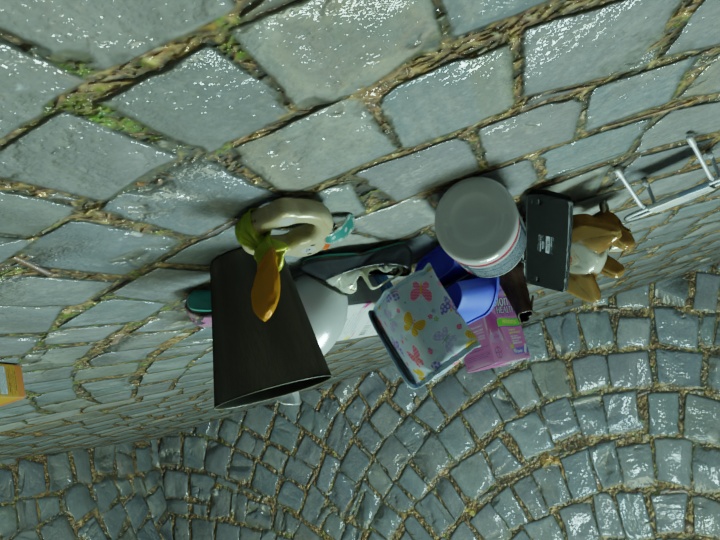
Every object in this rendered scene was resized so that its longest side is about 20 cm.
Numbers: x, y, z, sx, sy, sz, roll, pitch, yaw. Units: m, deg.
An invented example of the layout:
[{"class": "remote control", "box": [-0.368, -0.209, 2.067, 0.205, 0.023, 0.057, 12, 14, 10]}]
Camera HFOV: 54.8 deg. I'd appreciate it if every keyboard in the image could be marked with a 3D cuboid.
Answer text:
[{"class": "keyboard", "box": [0.302, -0.057, 1.150, 0.102, 0.040, 0.204, 16, 137, 26]}]

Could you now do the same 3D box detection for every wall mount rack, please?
[{"class": "wall mount rack", "box": [0.502, -0.149, 1.121, 0.197, 0.077, 0.172, -25, 167, 35]}]

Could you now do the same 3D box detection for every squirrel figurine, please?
[{"class": "squirrel figurine", "box": [0.389, -0.063, 1.239, 0.196, 0.145, 0.186, 18, -146, 31]}]

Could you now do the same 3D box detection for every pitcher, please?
[{"class": "pitcher", "box": [-0.122, 0.097, 1.187, 0.203, 0.170, 0.121, -60, 159, 7]}]

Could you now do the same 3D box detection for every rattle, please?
[{"class": "rattle", "box": [-0.065, -0.011, 0.905, 0.129, 0.145, 0.199, -38, 154, 15]}]

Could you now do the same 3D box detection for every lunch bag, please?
[{"class": "lunch bag", "box": [0.100, 0.111, 1.230, 0.125, 0.172, 0.200, -29, 171, -17]}]

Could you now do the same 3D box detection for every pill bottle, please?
[{"class": "pill bottle", "box": [0.185, -0.054, 1.029, 0.117, 0.123, 0.199, -18, 166, 16]}]

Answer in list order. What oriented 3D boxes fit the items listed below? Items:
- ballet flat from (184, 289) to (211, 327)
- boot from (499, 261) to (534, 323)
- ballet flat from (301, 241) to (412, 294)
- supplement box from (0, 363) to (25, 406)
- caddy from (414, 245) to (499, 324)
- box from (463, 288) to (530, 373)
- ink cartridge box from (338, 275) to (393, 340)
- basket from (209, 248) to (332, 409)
[{"class": "ballet flat", "box": [-0.186, 0.064, 1.126, 0.194, 0.071, 0.072, -2, 144, 8]}, {"class": "boot", "box": [0.277, 0.019, 1.314, 0.070, 0.171, 0.200, -15, 167, 6]}, {"class": "ballet flat", "box": [0.000, 0.000, 1.150, 0.195, 0.075, 0.073, -10, 166, -20]}, {"class": "supplement box", "box": [-0.667, 0.194, 1.187, 0.065, 0.071, 0.200, -17, 168, 7]}, {"class": "caddy", "box": [0.183, 0.025, 1.299, 0.102, 0.146, 0.200, -2, 163, -25]}, {"class": "box", "box": [0.334, 0.146, 1.801, 0.096, 0.206, 0.173, -26, 162, 40]}, {"class": "ink cartridge box", "box": [-0.033, 0.076, 1.342, 0.196, 0.069, 0.116, -5, 140, -38]}, {"class": "basket", "box": [-0.149, 0.079, 1.014, 0.175, 0.206, 0.136, -16, 166, 0]}]
